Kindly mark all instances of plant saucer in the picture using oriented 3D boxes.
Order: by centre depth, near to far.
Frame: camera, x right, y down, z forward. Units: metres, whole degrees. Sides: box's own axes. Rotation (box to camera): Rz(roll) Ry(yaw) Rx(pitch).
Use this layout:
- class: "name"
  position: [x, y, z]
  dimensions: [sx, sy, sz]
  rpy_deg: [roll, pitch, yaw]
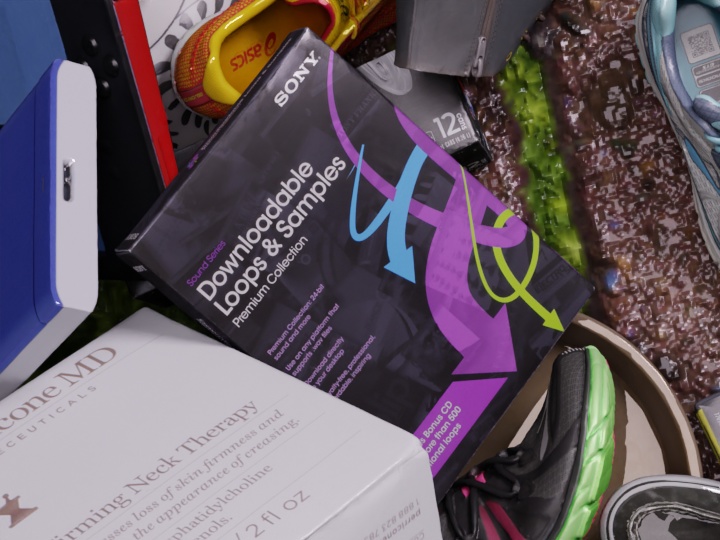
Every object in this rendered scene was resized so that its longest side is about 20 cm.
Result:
- class: "plant saucer"
  position: [0.078, 0.116, 1.115]
  dimensions: [0.198, 0.029, 0.202]
  rpy_deg: [-1, 84, 10]

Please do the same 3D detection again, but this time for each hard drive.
- class: "hard drive"
  position: [-0.183, 0.003, 1.066]
  dimensions: [0.025, 0.200, 0.133]
  rpy_deg: [13, 57, -28]

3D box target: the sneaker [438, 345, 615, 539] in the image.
- class: "sneaker"
  position: [0.068, 0.125, 1.064]
  dimensions: [0.083, 0.077, 0.201]
  rpy_deg: [25, 87, 7]

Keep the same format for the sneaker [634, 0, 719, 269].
- class: "sneaker"
  position: [0.192, -0.061, 1.085]
  dimensions: [0.077, 0.086, 0.201]
  rpy_deg: [-29, 80, 6]

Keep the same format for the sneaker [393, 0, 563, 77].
- class: "sneaker"
  position: [0.086, -0.157, 1.090]
  dimensions: [0.075, 0.199, 0.107]
  rpy_deg: [20, 113, 48]

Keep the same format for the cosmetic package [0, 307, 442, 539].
- class: "cosmetic package"
  position: [-0.082, 0.151, 0.999]
  dimensions: [0.167, 0.167, 0.199]
  rpy_deg: [-34, 39, -32]

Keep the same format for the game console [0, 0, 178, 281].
- class: "game console"
  position: [-0.173, -0.079, 1.098]
  dimensions: [0.199, 0.031, 0.178]
  rpy_deg: [2, 109, 42]

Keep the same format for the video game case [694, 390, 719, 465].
- class: "video game case"
  position: [0.295, 0.107, 1.083]
  dimensions: [0.199, 0.026, 0.182]
  rpy_deg: [-26, 81, 5]

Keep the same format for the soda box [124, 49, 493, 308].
- class: "soda box"
  position: [-0.035, -0.050, 1.128]
  dimensions: [0.199, 0.071, 0.064]
  rpy_deg: [-25, 80, 6]

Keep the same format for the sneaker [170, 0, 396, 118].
- class: "sneaker"
  position: [-0.008, -0.141, 1.111]
  dimensions: [0.200, 0.077, 0.073]
  rpy_deg: [-44, 110, -18]

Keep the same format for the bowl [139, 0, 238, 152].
- class: "bowl"
  position: [-0.142, -0.156, 1.145]
  dimensions: [0.199, 0.094, 0.202]
  rpy_deg: [-1, 85, 9]

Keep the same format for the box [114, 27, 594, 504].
- class: "box"
  position: [0.000, 0.000, 1.052]
  dimensions: [0.200, 0.036, 0.143]
  rpy_deg: [40, 77, -12]

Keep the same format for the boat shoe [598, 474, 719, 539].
- class: "boat shoe"
  position: [0.209, 0.156, 1.045]
  dimensions: [0.199, 0.064, 0.071]
  rpy_deg: [24, 88, 10]
